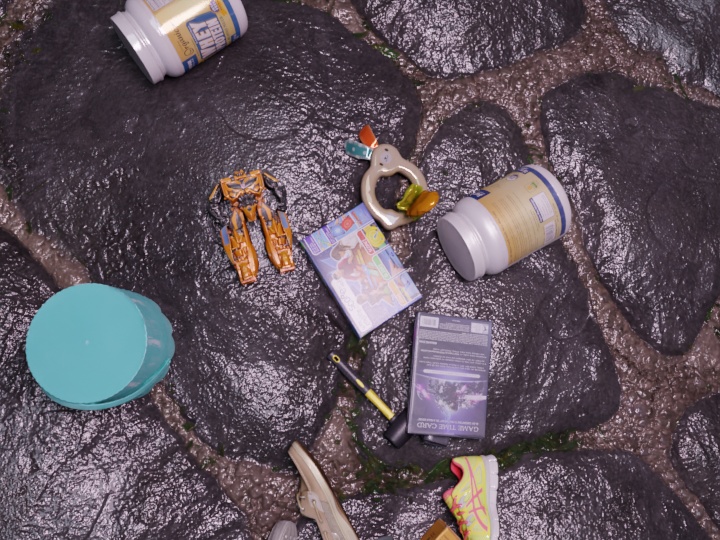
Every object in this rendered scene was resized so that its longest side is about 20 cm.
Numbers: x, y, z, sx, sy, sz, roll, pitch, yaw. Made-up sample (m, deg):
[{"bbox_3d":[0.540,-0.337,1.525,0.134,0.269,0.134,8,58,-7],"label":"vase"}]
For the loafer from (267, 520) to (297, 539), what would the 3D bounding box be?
[{"bbox_3d":[-0.156,0.496,0.939,0.069,0.070,0.202,1,59,34],"label":"loafer"}]

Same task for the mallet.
[{"bbox_3d":[0.025,0.208,1.028,0.066,0.041,0.201,-36,82,-12],"label":"mallet"}]

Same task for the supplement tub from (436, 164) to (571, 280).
[{"bbox_3d":[0.248,-0.082,1.045,0.199,0.144,0.145,-28,85,-11],"label":"supplement tub"}]

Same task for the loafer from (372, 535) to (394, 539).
[{"bbox_3d":[-0.028,0.474,0.921,0.198,0.072,0.063,-13,50,-19],"label":"loafer"}]

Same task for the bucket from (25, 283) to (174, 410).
[{"bbox_3d":[-0.408,0.118,0.939,0.204,0.135,0.210,1,80,-5],"label":"bucket"}]

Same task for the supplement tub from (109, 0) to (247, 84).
[{"bbox_3d":[-0.313,-0.433,1.038,0.199,0.145,0.145,-37,86,-11],"label":"supplement tub"}]

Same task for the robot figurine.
[{"bbox_3d":[-0.186,-0.085,1.038,0.143,0.058,0.202,-17,83,-10],"label":"robot figurine"}]

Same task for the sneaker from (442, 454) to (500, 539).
[{"bbox_3d":[0.177,0.394,0.970,0.089,0.079,0.201,9,43,2],"label":"sneaker"}]

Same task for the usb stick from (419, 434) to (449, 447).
[{"bbox_3d":[0.149,0.205,1.042,0.055,0.033,0.202,16,79,-5],"label":"usb stick"}]

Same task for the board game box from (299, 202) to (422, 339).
[{"bbox_3d":[0.000,0.000,1.057,0.135,0.034,0.201,-31,85,-11],"label":"board game box"}]

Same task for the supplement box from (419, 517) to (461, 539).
[{"bbox_3d":[0.090,0.506,0.967,0.069,0.067,0.200,42,79,2],"label":"supplement box"}]

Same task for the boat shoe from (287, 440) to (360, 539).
[{"bbox_3d":[-0.072,0.376,0.969,0.065,0.072,0.201,-29,92,-9],"label":"boat shoe"}]

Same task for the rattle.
[{"bbox_3d":[0.048,-0.178,1.045,0.129,0.143,0.202,-21,89,7],"label":"rattle"}]

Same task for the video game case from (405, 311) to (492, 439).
[{"bbox_3d":[0.154,0.180,1.020,0.141,0.019,0.203,8,82,-14],"label":"video game case"}]
